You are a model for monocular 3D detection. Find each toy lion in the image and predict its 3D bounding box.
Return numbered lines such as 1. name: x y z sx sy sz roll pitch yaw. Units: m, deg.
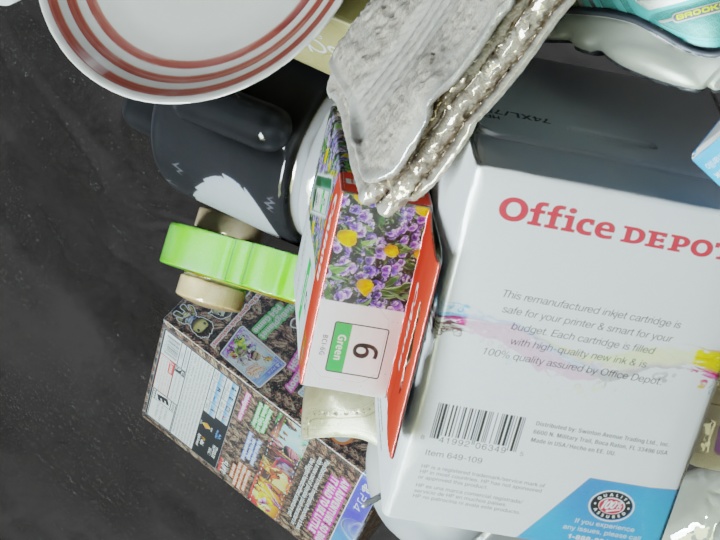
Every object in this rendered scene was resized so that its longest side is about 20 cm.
1. toy lion: -0.034 0.009 1.173 0.199 0.069 0.192 17 178 10

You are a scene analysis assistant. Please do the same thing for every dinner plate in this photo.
1. dinner plate: -0.083 -0.182 1.007 0.199 0.201 0.024 26 178 26

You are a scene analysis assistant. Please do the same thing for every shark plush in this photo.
1. shark plush: 0.205 0.174 1.151 0.200 0.091 0.083 -38 128 21

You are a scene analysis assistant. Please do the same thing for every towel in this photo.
1. towel: 0.050 -0.132 0.883 0.034 0.133 0.200 24 118 -26

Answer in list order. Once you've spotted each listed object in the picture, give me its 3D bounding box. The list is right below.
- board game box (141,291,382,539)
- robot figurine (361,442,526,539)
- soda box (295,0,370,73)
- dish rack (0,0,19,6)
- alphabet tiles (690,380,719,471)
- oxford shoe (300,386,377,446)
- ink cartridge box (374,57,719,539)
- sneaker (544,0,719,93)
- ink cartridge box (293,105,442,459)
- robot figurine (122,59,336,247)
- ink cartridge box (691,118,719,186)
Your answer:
1. board game box: -0.050 0.101 1.391 0.200 0.097 0.160 37 149 9
2. robot figurine: 0.084 0.128 1.199 0.199 0.171 0.113 14 167 -38
3. soda box: -0.036 -0.164 1.049 0.199 0.064 0.068 28 161 25
4. dish rack: -0.234 -0.264 1.201 0.199 0.044 0.172 -10 122 53
5. alphabet tiles: 0.268 0.068 0.958 0.194 0.015 0.201 11 117 7
6. oxford shoe: 0.061 0.095 1.100 0.199 0.074 0.071 16 178 12
7. ink cartridge box: 0.099 0.014 0.952 0.146 0.146 0.201 10 119 -7
8. sneaker: 0.122 -0.151 0.925 0.199 0.077 0.080 23 118 34
9. ink cartridge box: 0.000 0.000 0.959 0.050 0.200 0.110 10 112 -7
10. robot figurine: -0.046 -0.082 1.127 0.199 0.150 0.125 24 133 26
11. ink cartridge box: 0.273 -0.042 0.810 0.200 0.129 0.125 44 150 -1
